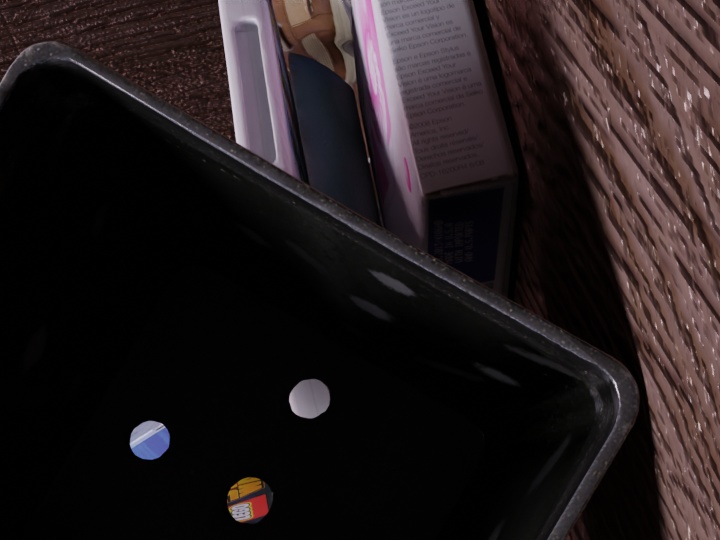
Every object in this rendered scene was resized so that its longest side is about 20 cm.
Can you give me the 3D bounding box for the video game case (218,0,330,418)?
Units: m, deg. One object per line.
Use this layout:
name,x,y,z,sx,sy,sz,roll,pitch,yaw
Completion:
video game case,-0.026,0.000,0.889,0.200,0.024,0.182,78,-179,-45

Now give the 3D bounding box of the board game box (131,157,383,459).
board game box,-0.078,0.049,1.135,0.043,0.200,0.199,46,-141,-15

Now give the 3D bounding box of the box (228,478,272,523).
box,-0.011,0.098,1.084,0.200,0.137,0.040,-115,8,-76

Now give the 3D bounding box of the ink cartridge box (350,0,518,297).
ink cartridge box,0.020,-0.076,0.858,0.196,0.043,0.200,85,172,-66

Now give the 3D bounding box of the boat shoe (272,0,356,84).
boat shoe,-0.037,-0.158,1.335,0.200,0.072,0.076,96,164,-79

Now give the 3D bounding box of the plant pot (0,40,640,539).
plant pot,-0.047,0.076,0.673,0.200,0.199,0.177,-60,-8,-2

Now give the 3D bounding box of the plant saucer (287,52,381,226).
plant saucer,0.000,0.000,0.951,0.200,0.027,0.200,168,90,-90
